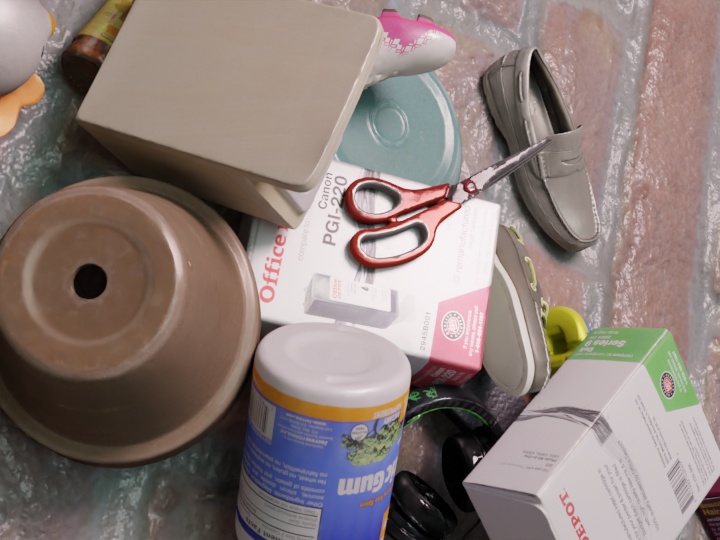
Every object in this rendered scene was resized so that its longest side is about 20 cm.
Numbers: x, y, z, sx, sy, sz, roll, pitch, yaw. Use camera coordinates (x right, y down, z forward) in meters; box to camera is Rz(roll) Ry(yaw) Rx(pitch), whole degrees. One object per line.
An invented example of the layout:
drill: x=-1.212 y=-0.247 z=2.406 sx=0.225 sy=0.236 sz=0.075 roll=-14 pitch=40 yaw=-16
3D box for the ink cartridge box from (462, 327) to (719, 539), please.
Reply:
ink cartridge box: x=0.188 y=0.162 z=0.893 sx=0.200 sy=0.084 sz=0.147 roll=-41 pitch=115 yaw=-33

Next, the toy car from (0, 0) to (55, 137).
toy car: x=-0.253 y=-0.196 z=0.792 sx=0.176 sy=0.184 sz=0.202 roll=-14 pitch=115 yaw=-34

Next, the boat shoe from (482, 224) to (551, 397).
boat shoe: x=0.127 y=0.025 z=0.957 sx=0.060 sy=0.072 sz=0.203 roll=7 pitch=39 yaw=-21

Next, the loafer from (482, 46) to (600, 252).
loafer: x=0.181 y=-0.115 z=1.073 sx=0.070 sy=0.070 sz=0.201 roll=-28 pitch=93 yaw=-34

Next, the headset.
headset: x=0.075 y=0.185 z=0.901 sx=0.123 sy=0.094 sz=0.201 roll=-32 pitch=123 yaw=-6

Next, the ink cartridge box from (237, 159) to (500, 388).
ink cartridge box: x=0.000 y=0.000 z=0.893 sx=0.198 sy=0.085 sz=0.147 roll=13 pitch=70 yaw=-9

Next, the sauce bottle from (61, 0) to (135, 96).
sauce bottle: x=-0.155 y=-0.215 z=0.890 sx=0.066 sy=0.066 sz=0.201 roll=40 pitch=62 yaw=-18

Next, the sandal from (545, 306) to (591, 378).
sandal: x=0.208 y=0.135 z=1.028 sx=0.087 sy=0.079 sz=0.202 roll=7 pitch=79 yaw=-47

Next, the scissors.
scissors: x=0.077 y=-0.053 z=0.882 sx=0.198 sy=0.014 sz=0.074 roll=-14 pitch=73 yaw=-21

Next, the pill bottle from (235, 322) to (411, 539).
pill bottle: x=-0.031 y=0.149 z=0.809 sx=0.111 sy=0.112 sz=0.202 roll=-7 pitch=115 yaw=-33

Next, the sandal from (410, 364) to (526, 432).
sandal: x=0.059 y=0.077 z=0.965 sx=0.076 sy=0.043 sz=0.201 roll=-43 pitch=99 yaw=-24

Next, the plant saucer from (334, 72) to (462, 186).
plant saucer: x=0.018 y=-0.124 z=0.994 sx=0.198 sy=0.036 sz=0.202 roll=8 pitch=74 yaw=-30

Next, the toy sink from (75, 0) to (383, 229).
toy sink: x=-0.076 y=-0.116 z=0.808 sx=0.131 sy=0.198 sz=0.112 roll=-67 pitch=154 yaw=-13

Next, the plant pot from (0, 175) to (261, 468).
plant pot: x=-0.163 y=0.023 z=0.723 sx=0.198 sy=0.175 sz=0.203 roll=1 pitch=80 yaw=-4

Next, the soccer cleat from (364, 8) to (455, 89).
soccer cleat: x=-0.022 y=-0.164 z=0.924 sx=0.198 sy=0.070 sz=0.087 roll=4 pitch=75 yaw=6

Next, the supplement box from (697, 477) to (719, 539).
supplement box: x=0.441 y=0.276 z=1.104 sx=0.103 sy=0.131 sz=0.201 roll=-32 pitch=96 yaw=-35
